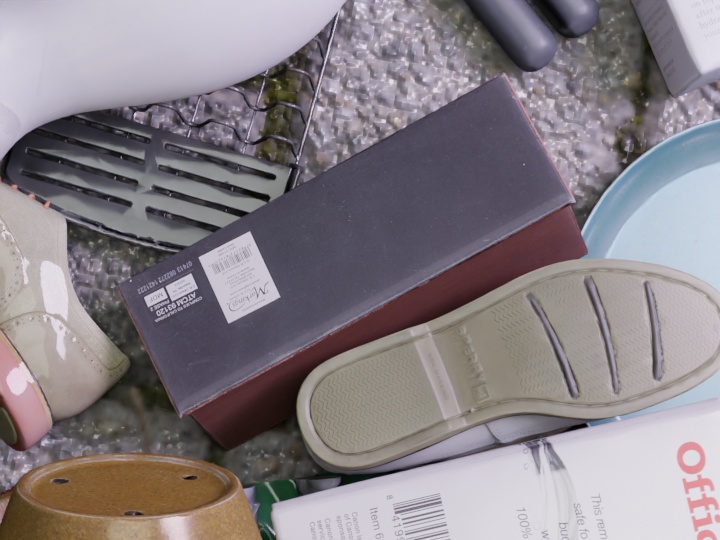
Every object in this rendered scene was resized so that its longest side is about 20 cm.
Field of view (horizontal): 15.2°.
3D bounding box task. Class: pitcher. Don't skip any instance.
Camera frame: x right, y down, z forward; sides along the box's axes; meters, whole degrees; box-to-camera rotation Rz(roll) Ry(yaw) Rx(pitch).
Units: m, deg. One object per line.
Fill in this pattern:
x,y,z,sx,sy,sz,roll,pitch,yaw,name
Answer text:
-0.100,-0.127,1.137,0.200,0.172,0.121,-28,85,-4,pitcher

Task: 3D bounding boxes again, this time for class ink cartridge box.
0.078,0.146,1.151,0.199,0.084,0.145,-14,85,6,ink cartridge box

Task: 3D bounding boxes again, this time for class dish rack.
-0.081,-0.110,1.249,0.153,0.055,0.201,16,84,-2,dish rack

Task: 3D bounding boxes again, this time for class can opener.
0.037,-0.185,1.259,0.053,0.067,0.200,-38,88,-7,can opener

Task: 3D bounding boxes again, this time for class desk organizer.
0.000,0.000,1.230,0.200,0.077,0.072,-29,68,2,desk organizer

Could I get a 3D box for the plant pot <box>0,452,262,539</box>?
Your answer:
-0.097,0.184,1.113,0.186,0.186,0.201,-1,103,-5,plant pot

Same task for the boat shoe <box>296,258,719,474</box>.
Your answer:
0.069,0.044,1.222,0.199,0.068,0.075,-12,80,0,boat shoe

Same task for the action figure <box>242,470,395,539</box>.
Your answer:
-0.026,0.195,1.226,0.118,0.055,0.201,-7,89,-8,action figure

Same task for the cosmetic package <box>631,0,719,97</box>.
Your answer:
0.158,-0.195,1.268,0.101,0.071,0.200,-21,87,-6,cosmetic package

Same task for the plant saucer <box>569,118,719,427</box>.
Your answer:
0.192,0.027,1.271,0.200,0.027,0.201,0,84,-4,plant saucer

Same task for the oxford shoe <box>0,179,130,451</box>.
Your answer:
-0.178,-0.019,1.232,0.074,0.071,0.200,-30,94,-21,oxford shoe

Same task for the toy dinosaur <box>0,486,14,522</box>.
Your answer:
-0.225,0.161,1.149,0.200,0.105,0.182,25,95,-46,toy dinosaur
